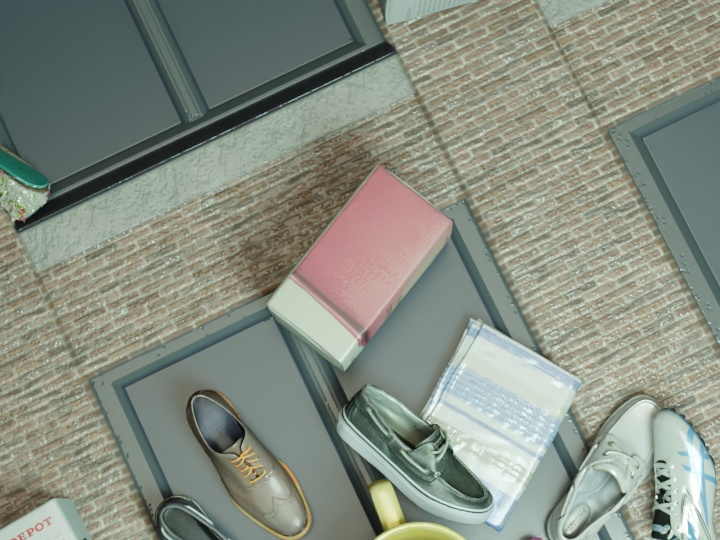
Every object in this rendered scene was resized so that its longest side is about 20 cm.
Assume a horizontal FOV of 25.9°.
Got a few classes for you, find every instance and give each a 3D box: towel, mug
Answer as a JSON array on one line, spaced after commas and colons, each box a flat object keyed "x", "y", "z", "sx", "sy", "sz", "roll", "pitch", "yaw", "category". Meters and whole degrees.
[{"x": 0.143, "y": 0.172, "z": 1.760, "sx": 0.147, "sy": 0.024, "sz": 0.200, "roll": 29, "pitch": 85, "yaw": 3, "category": "towel"}, {"x": 0.066, "y": 0.327, "z": 1.671, "sx": 0.149, "sy": 0.153, "sz": 0.187, "roll": 11, "pitch": 81, "yaw": 3, "category": "mug"}]

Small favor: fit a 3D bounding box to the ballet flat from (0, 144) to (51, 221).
[{"x": -0.444, "y": -0.127, "z": 1.799, "sx": 0.200, "sy": 0.076, "sz": 0.064, "roll": 39, "pitch": 117, "yaw": 12, "category": "ballet flat"}]

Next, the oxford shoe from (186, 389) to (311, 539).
[{"x": -0.129, "y": 0.218, "z": 1.732, "sx": 0.071, "sy": 0.073, "sz": 0.200, "roll": -41, "pitch": 83, "yaw": -5, "category": "oxford shoe"}]

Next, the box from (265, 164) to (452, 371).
[{"x": 0.000, "y": 0.000, "z": 1.736, "sx": 0.109, "sy": 0.128, "sz": 0.200, "roll": 38, "pitch": 85, "yaw": 6, "category": "box"}]

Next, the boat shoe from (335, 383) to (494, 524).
[{"x": 0.065, "y": 0.199, "z": 1.698, "sx": 0.200, "sy": 0.072, "sz": 0.071, "roll": 33, "pitch": 125, "yaw": 3, "category": "boat shoe"}]

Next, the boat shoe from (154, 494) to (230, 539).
[{"x": -0.156, "y": 0.332, "z": 1.720, "sx": 0.073, "sy": 0.063, "sz": 0.200, "roll": -40, "pitch": 83, "yaw": -5, "category": "boat shoe"}]

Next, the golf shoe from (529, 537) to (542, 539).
[{"x": 0.174, "y": 0.392, "z": 1.701, "sx": 0.091, "sy": 0.075, "sz": 0.201, "roll": -1, "pitch": 80, "yaw": 4, "category": "golf shoe"}]

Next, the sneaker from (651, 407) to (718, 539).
[{"x": 0.346, "y": 0.250, "z": 1.702, "sx": 0.072, "sy": 0.072, "sz": 0.201, "roll": -13, "pitch": 94, "yaw": -27, "category": "sneaker"}]

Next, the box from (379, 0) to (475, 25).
[{"x": 0.082, "y": -0.413, "z": 1.763, "sx": 0.171, "sy": 0.200, "sz": 0.200, "roll": -16, "pitch": 82, "yaw": -3, "category": "box"}]

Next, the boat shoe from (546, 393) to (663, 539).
[{"x": 0.278, "y": 0.224, "z": 1.724, "sx": 0.071, "sy": 0.069, "sz": 0.200, "roll": 32, "pitch": 81, "yaw": 6, "category": "boat shoe"}]

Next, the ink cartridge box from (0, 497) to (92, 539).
[{"x": -0.342, "y": 0.368, "z": 1.709, "sx": 0.146, "sy": 0.083, "sz": 0.200, "roll": -31, "pitch": 82, "yaw": -3, "category": "ink cartridge box"}]
